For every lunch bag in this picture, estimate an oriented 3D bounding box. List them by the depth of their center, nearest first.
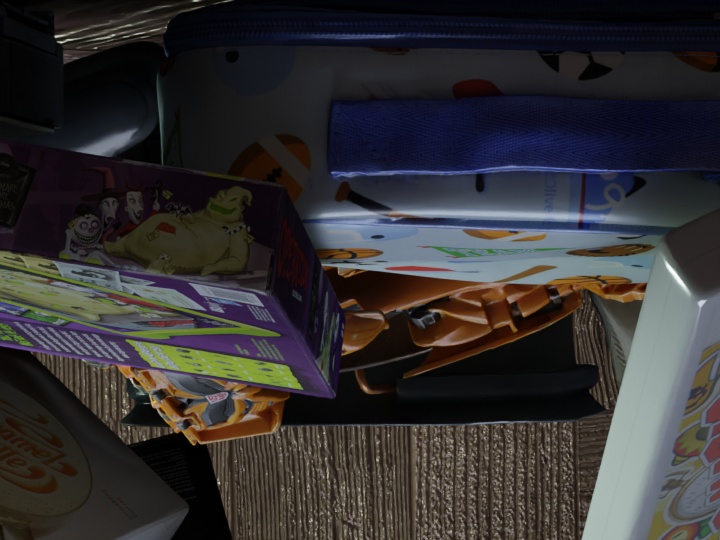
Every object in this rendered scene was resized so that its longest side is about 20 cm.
[{"bbox_3d":[0.044,-0.037,0.698,0.198,0.076,0.160,0,177,-2],"label":"lunch bag"}]

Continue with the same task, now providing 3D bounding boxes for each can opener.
[{"bbox_3d":[-0.146,-0.027,0.790,0.199,0.079,0.064,-14,-153,23],"label":"can opener"}]

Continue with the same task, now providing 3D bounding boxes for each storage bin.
[{"bbox_3d":[-0.003,-0.003,1.095,0.198,0.135,0.145,-2,180,16],"label":"storage bin"}]

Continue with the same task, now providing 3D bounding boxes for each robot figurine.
[{"bbox_3d":[0.000,0.000,0.841,0.199,0.059,0.145,-20,153,6],"label":"robot figurine"}]

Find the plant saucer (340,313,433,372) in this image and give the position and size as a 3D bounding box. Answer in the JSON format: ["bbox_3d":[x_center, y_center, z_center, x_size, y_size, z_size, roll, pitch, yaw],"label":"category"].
[{"bbox_3d":[0.011,-0.021,0.918,0.199,0.035,0.201,-14,157,-6],"label":"plant saucer"}]

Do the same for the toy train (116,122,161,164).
[{"bbox_3d":[-0.142,-0.026,0.927,0.114,0.087,0.199,-8,179,37],"label":"toy train"}]

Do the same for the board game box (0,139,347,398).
[{"bbox_3d":[-0.068,0.000,0.631,0.119,0.033,0.200,5,171,4],"label":"board game box"}]

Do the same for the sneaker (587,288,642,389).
[{"bbox_3d":[0.132,-0.014,1.050,0.084,0.075,0.200,-15,-150,3],"label":"sneaker"}]

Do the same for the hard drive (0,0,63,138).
[{"bbox_3d":[-0.184,-0.050,0.635,0.198,0.038,0.140,-2,180,5],"label":"hard drive"}]

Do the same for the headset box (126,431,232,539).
[{"bbox_3d":[-0.122,0.176,1.039,0.173,0.093,0.200,-15,-144,-7],"label":"headset box"}]

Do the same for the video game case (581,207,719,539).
[{"bbox_3d":[0.146,0.017,0.680,0.181,0.023,0.200,-24,152,-16],"label":"video game case"}]

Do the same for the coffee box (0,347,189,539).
[{"bbox_3d":[-0.180,0.065,0.967,0.200,0.080,0.114,42,-152,18],"label":"coffee box"}]
